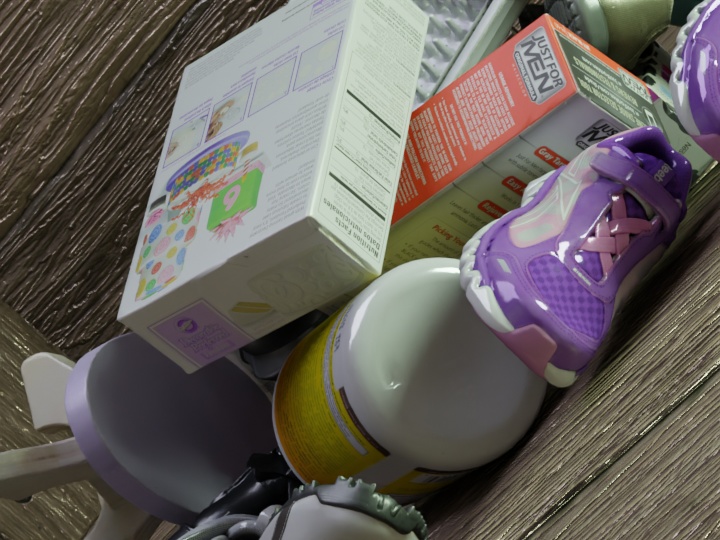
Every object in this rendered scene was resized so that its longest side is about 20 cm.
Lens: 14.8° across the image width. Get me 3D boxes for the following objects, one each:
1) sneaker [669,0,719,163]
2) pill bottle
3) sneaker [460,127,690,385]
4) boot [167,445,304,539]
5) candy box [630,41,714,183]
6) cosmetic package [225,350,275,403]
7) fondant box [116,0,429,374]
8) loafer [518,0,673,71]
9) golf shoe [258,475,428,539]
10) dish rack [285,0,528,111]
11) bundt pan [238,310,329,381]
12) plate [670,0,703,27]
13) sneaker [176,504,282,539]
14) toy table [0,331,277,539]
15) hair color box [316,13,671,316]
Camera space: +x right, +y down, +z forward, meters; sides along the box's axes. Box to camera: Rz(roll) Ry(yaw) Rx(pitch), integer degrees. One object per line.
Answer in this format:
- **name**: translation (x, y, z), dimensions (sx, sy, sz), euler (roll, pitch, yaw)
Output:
- **sneaker**: translation (0.226, -0.131, 1.338), dimensions (0.200, 0.080, 0.088), euler (-50, 11, -29)
- **pill bottle**: translation (0.018, 0.066, 1.463), dimensions (0.109, 0.109, 0.200), euler (-50, 4, -21)
- **sneaker**: translation (0.115, -0.017, 1.365), dimensions (0.088, 0.081, 0.200), euler (-38, 7, 28)
- **boot**: translation (-0.042, 0.145, 1.680), dimensions (0.162, 0.073, 0.198), euler (-40, -12, -14)
- **candy box**: translation (0.145, -0.058, 1.637), dimensions (0.136, 0.061, 0.200), euler (-47, 4, 13)
- **cosmetic package**: translation (-0.048, 0.042, 1.823), dimensions (0.073, 0.200, 0.104), euler (-49, 2, -15)
- **fondant box**: translation (-0.045, -0.057, 1.497), dimensions (0.144, 0.058, 0.200), euler (-28, 34, 35)
- **loafer**: translation (0.139, -0.131, 1.606), dimensions (0.070, 0.075, 0.200), euler (-14, 0, -6)
- **golf shoe**: translation (-0.033, 0.176, 1.332), dimensions (0.200, 0.078, 0.095), euler (-52, 14, 44)
- **dish rack**: translation (0.015, -0.126, 1.628), dimensions (0.172, 0.044, 0.200), euler (17, 70, 46)
- **bundt pan**: translation (0.000, 0.000, 1.705), dimensions (0.202, 0.202, 0.076), euler (-48, 16, 12)
- **plate**: translation (0.172, -0.179, 1.600), dimensions (0.200, 0.200, 0.026), euler (144, 148, -75)
- **sneaker**: translation (-0.098, 0.203, 1.481), dimensions (0.200, 0.075, 0.115), euler (-46, -17, -12)
- **toy table**: translation (-0.148, 0.122, 1.770), dimensions (0.117, 0.200, 0.184), euler (-28, 55, 28)
- **hair color box**: translation (0.060, -0.044, 1.511), dimensions (0.200, 0.101, 0.061), euler (-35, 52, 23)
